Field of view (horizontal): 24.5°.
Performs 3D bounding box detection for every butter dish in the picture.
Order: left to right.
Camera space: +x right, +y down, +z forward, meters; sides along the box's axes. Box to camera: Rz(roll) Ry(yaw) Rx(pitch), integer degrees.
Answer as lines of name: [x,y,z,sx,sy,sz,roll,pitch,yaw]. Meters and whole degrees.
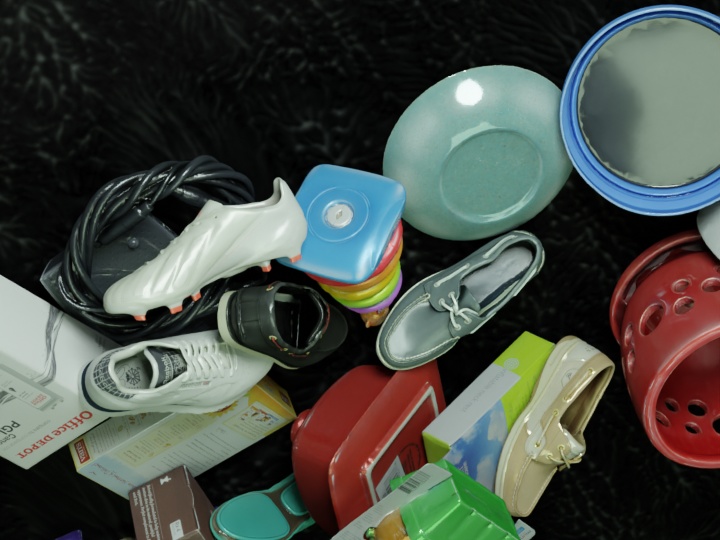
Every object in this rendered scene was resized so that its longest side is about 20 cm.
butter dish: [-0.007,0.186,1.725,0.200,0.147,0.201,-50,143,-34]

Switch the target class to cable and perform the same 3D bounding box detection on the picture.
cable: [-0.184,-0.019,1.521,0.198,0.051,0.165,-16,124,-11]

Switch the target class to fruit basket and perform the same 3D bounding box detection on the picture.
fruit basket: [0.049,0.280,1.653,0.199,0.094,0.185,-37,130,21]

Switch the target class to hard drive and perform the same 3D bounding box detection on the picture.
hard drive: [-0.202,0.027,1.606,0.134,0.042,0.200,-34,127,11]

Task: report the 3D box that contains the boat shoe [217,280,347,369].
boat shoe: [-0.060,0.053,1.585,0.062,0.075,0.201,-7,169,25]

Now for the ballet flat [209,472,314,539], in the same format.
ballet flat: [-0.097,0.267,1.754,0.199,0.067,0.071,-18,152,-53]

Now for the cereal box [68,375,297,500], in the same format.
cereal box: [-0.180,0.163,1.691,0.199,0.040,0.144,-29,150,8]

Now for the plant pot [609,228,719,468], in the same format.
plant pot: [0.356,0.072,1.702,0.198,0.183,0.202,-8,128,-10]

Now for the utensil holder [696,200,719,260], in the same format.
utensil holder: [0.444,-0.091,1.613,0.168,0.171,0.201,13,123,-23]

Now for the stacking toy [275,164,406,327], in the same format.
stacking toy: [0.000,0.000,1.611,0.109,0.117,0.201,15,153,21]

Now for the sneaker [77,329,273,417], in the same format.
sneaker: [-0.162,0.092,1.548,0.198,0.077,0.080,-12,166,-31]

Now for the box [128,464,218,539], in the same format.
box: [-0.164,0.311,1.729,0.074,0.100,0.201,-24,127,1]

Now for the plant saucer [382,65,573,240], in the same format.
plant saucer: [0.121,-0.101,1.599,0.199,0.039,0.203,-7,128,-9]

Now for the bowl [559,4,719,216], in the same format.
bowl: [0.287,-0.153,1.562,0.198,0.039,0.203,3,112,6]

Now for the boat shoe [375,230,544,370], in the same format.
boat shoe: [0.099,0.027,1.644,0.199,0.062,0.073,-35,88,-6]

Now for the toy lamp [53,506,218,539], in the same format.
toy lamp: [-0.247,0.298,1.793,0.198,0.058,0.059,-11,129,-10]

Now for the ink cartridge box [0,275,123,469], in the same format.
ink cartridge box: [-0.344,0.089,1.564,0.146,0.083,0.199,-32,129,33]

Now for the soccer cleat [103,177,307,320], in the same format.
soccer cleat: [-0.143,-0.019,1.482,0.198,0.069,0.078,-23,108,-15]

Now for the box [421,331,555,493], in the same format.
box: [0.137,0.173,1.742,0.200,0.047,0.123,-40,136,-29]

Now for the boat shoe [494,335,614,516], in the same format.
boat shoe: [0.204,0.170,1.726,0.073,0.069,0.202,19,94,-53]
